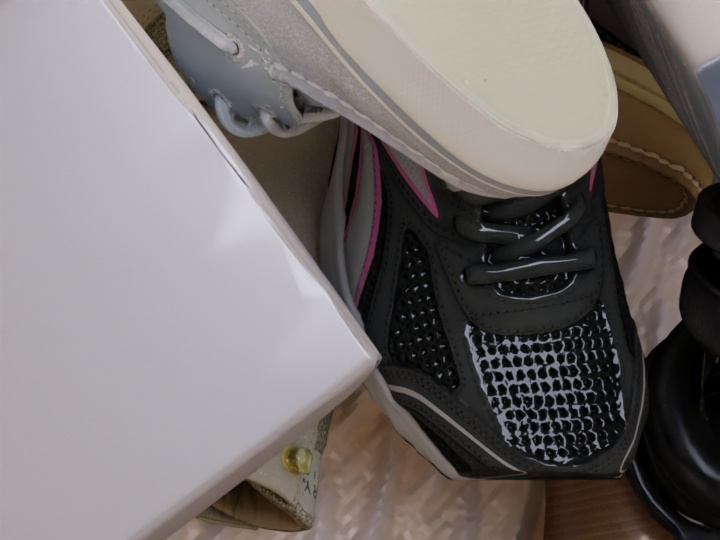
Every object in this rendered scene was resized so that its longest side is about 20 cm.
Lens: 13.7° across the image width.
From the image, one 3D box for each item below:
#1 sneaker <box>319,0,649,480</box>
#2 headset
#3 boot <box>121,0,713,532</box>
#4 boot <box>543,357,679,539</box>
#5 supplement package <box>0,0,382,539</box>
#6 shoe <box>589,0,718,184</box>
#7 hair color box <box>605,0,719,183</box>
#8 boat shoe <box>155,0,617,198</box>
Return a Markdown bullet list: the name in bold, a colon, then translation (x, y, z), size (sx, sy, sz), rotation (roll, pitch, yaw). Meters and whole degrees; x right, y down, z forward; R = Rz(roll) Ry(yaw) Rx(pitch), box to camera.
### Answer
- **sneaker**: translation (0.028, -0.041, 0.776), size (0.080, 0.086, 0.200), rotation (-14, 79, -17)
- **headset**: translation (0.124, 0.022, 0.789), size (0.094, 0.124, 0.200), rotation (9, 48, -5)
- **boot**: translation (0.000, 0.000, 0.839), size (0.200, 0.072, 0.155), rotation (13, 69, -11)
- **boot**: translation (0.149, 0.099, 0.874), size (0.200, 0.072, 0.167), rotation (-9, 84, -20)
- **supplement package**: translation (-0.107, 0.035, 0.720), size (0.200, 0.120, 0.121), rotation (-36, 87, -1)
- **shoe**: translation (0.118, -0.085, 0.908), size (0.200, 0.071, 0.091), rotation (36, 70, -2)
- **hair color box**: translation (0.102, -0.109, 0.786), size (0.099, 0.061, 0.200), rotation (-26, 42, 2)
- **boat shoe**: translation (-0.016, -0.072, 0.734), size (0.070, 0.072, 0.201), rotation (-11, 47, -43)
